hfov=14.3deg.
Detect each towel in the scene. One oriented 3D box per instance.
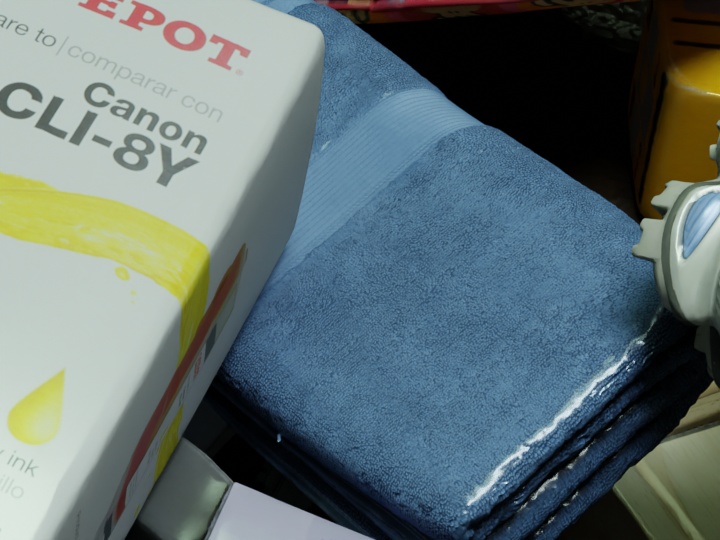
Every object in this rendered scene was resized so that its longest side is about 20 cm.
[{"bbox_3d":[0.000,0.000,0.774,0.112,0.049,0.200,-40,50,-15],"label":"towel"}]

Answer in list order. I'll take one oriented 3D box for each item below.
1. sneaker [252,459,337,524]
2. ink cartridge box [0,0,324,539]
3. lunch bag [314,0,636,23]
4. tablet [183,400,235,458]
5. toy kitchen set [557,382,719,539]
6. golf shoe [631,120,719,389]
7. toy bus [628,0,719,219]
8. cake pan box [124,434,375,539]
[{"bbox_3d":[-0.005,0.100,0.781,0.091,0.076,0.200,30,56,14],"label":"sneaker"},{"bbox_3d":[-0.113,0.008,0.670,0.145,0.084,0.200,23,54,6],"label":"ink cartridge box"},{"bbox_3d":[0.061,-0.128,0.956,0.200,0.082,0.176,4,10,39],"label":"lunch bag"},{"bbox_3d":[-0.097,-0.019,0.866,0.130,0.014,0.200,-47,63,0],"label":"tablet"},{"bbox_3d":[0.161,0.027,0.792,0.163,0.181,0.200,-18,53,-26],"label":"toy kitchen set"},{"bbox_3d":[0.155,-0.051,0.699,0.097,0.078,0.200,11,66,47],"label":"golf shoe"},{"bbox_3d":[0.194,-0.044,0.959,0.199,0.065,0.078,4,42,-3],"label":"toy bus"},{"bbox_3d":[-0.101,0.116,0.679,0.184,0.052,0.200,24,55,5],"label":"cake pan box"}]
